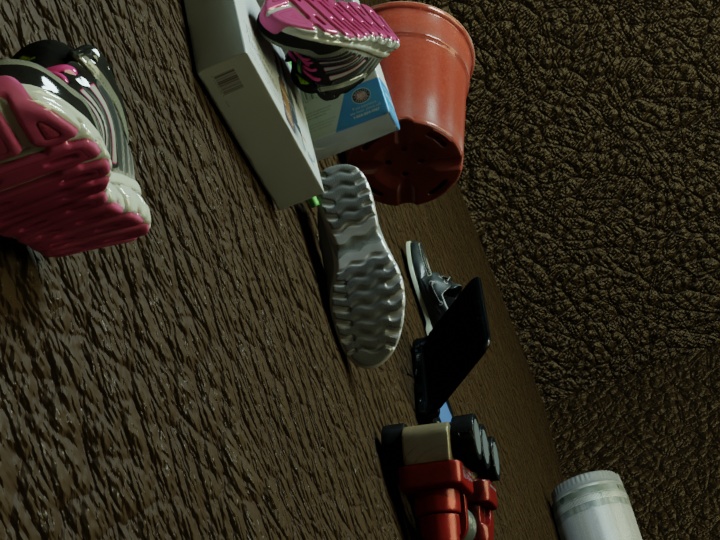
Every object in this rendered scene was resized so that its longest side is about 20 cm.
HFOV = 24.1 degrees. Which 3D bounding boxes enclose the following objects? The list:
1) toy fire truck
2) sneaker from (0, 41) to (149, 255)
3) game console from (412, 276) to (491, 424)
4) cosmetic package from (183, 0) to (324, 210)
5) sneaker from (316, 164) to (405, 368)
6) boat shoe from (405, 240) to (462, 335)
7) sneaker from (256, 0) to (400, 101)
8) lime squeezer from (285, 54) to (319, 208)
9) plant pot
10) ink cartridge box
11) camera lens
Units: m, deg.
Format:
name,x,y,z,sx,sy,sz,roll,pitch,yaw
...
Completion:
name,x,y,z,sx,sy,sz,roll,pitch,yaw
toy fire truck,0.104,0.256,1.673,0.176,0.127,0.203,51,32,-68
sneaker,-0.148,-0.067,0.766,0.200,0.073,0.088,57,16,-78
game console,0.128,0.137,2.071,0.200,0.115,0.177,-89,158,-67
cosmetic package,-0.098,-0.174,1.498,0.201,0.051,0.152,61,10,-52
sneaker,0.000,0.000,1.664,0.082,0.074,0.203,101,-19,-74
boat shoe,0.116,0.043,2.386,0.075,0.065,0.201,54,18,-63
sneaker,-0.039,-0.197,1.521,0.074,0.088,0.199,45,21,18
lime squeezer,-0.069,-0.162,1.650,0.070,0.037,0.203,29,55,-51
plant pot,0.055,-0.202,2.159,0.202,0.198,0.197,62,19,-45
ink cartridge box,-0.045,-0.225,1.740,0.068,0.114,0.202,43,28,-73
camera lens,0.482,0.527,3.417,0.160,0.158,0.202,56,16,-61
